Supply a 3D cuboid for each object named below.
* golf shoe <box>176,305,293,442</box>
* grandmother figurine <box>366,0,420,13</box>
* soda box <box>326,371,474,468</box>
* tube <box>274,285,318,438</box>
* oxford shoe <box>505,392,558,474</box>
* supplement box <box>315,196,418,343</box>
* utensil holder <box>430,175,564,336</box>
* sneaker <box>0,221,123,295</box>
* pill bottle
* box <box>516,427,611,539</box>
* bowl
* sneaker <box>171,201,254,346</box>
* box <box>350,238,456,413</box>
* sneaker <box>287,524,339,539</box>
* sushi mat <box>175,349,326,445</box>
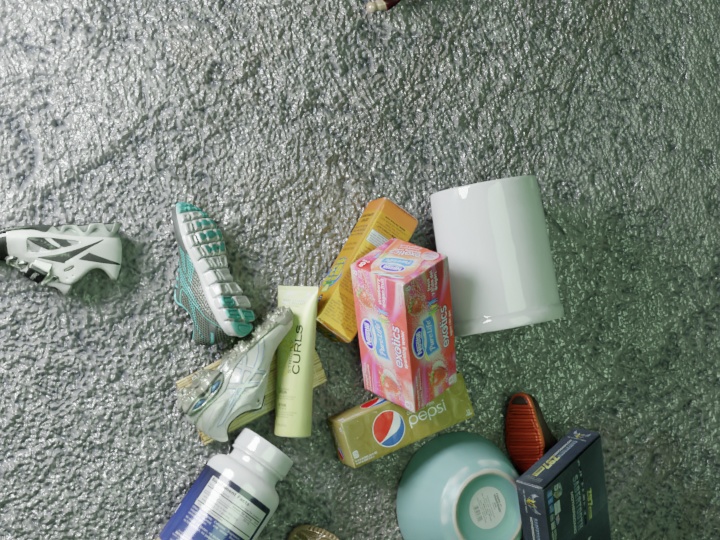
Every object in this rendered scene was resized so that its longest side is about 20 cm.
[{"bbox_3d":[-0.149,0.138,1.564,0.200,0.078,0.097,-45,107,-8],"label":"golf shoe"},{"bbox_3d":[0.030,-0.426,1.674,0.197,0.060,0.124,7,94,-18],"label":"grandmother figurine"},{"bbox_3d":[0.057,0.206,1.656,0.197,0.064,0.069,-21,96,-21],"label":"soda box"},{"bbox_3d":[-0.090,0.122,1.590,0.057,0.052,0.204,3,89,-1],"label":"tube"},{"bbox_3d":[0.269,0.271,1.743,0.072,0.071,0.203,-22,103,-38],"label":"oxford shoe"},{"bbox_3d":[0.000,0.000,1.641,0.068,0.066,0.202,32,76,-17],"label":"supplement box"},{"bbox_3d":[0.189,-0.021,1.662,0.167,0.170,0.204,-10,90,-21],"label":"utensil holder"},{"bbox_3d":[-0.396,-0.013,1.481,0.197,0.074,0.090,-3,87,-21],"label":"sneaker"},{"bbox_3d":[-0.175,0.313,1.536,0.111,0.111,0.201,39,75,-15],"label":"pill bottle"},{"bbox_3d":[0.294,0.351,1.680,0.157,0.050,0.203,-30,119,-42],"label":"box"},{"bbox_3d":[0.160,0.337,1.670,0.197,0.105,0.205,1,89,-21],"label":"bowl"},{"bbox_3d":[-0.218,0.009,1.551,0.077,0.091,0.203,4,61,-58],"label":"sneaker"},{"bbox_3d":[0.059,0.073,1.593,0.094,0.102,0.203,-30,127,-37],"label":"box"},{"bbox_3d":[-0.013,0.426,1.627,0.198,0.113,0.072,32,78,14],"label":"sneaker"},{"bbox_3d":[-0.146,0.151,1.605,0.198,0.012,0.097,-26,96,-21],"label":"sushi mat"}]
